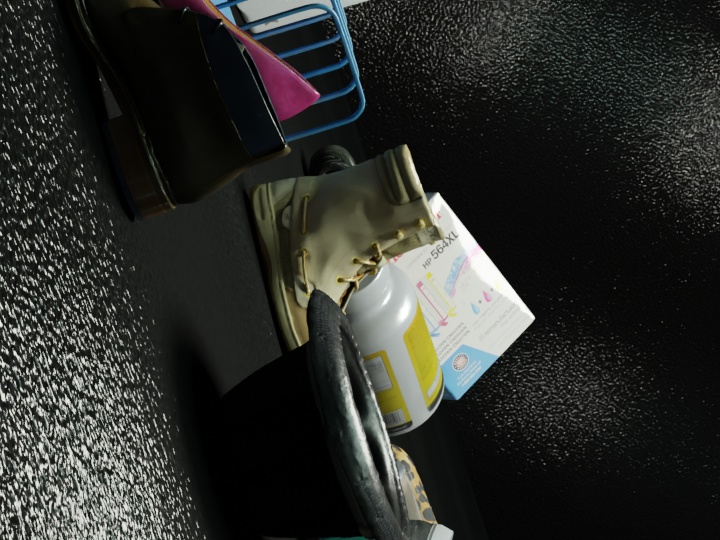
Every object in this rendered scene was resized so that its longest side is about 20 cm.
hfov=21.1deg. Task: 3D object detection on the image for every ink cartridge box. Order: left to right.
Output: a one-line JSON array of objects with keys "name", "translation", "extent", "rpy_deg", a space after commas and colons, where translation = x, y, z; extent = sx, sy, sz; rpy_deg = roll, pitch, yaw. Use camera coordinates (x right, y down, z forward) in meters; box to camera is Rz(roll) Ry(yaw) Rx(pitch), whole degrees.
[{"name": "ink cartridge box", "translation": [0.053, 0.016, 1.981], "extent": [0.200, 0.129, 0.125], "rpy_deg": [51, -18, -18]}]

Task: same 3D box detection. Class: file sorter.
[{"name": "file sorter", "translation": [-0.077, -0.225, 1.764], "extent": [0.200, 0.123, 0.139], "rpy_deg": [-101, 173, -51]}]

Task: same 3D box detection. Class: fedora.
[{"name": "fedora", "translation": [-0.034, 0.108, 1.192], "extent": [0.201, 0.091, 0.201], "rpy_deg": [-16, 90, -86]}]

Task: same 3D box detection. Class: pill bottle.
[{"name": "pill bottle", "translation": [0.007, 0.059, 1.822], "extent": [0.200, 0.112, 0.112], "rpy_deg": [70, 5, -46]}]

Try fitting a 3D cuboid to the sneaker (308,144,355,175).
[{"name": "sneaker", "translation": [-0.008, -0.048, 2.362], "extent": [0.114, 0.076, 0.200], "rpy_deg": [-89, 160, -71]}]

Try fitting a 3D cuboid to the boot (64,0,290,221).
[{"name": "boot", "translation": [-0.110, -0.137, 1.102], "extent": [0.075, 0.097, 0.200], "rpy_deg": [-55, 129, -85]}]

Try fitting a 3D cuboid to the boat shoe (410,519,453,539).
[{"name": "boat shoe", "translation": [0.033, 0.275, 1.693], "extent": [0.200, 0.057, 0.069], "rpy_deg": [-49, 158, -68]}]

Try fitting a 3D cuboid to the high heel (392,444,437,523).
[{"name": "high heel", "translation": [0.062, 0.275, 1.969], "extent": [0.200, 0.071, 0.143], "rpy_deg": [63, 13, -17]}]

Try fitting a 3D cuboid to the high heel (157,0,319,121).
[{"name": "high heel", "translation": [-0.103, -0.204, 1.486], "extent": [0.067, 0.096, 0.200], "rpy_deg": [-93, 166, -73]}]

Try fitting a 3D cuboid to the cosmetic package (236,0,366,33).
[{"name": "cosmetic package", "translation": [-0.080, -0.399, 2.115], "extent": [0.167, 0.166, 0.200], "rpy_deg": [62, 13, -71]}]

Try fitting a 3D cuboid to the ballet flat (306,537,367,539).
[{"name": "ballet flat", "translation": [-0.007, 0.208, 1.440], "extent": [0.071, 0.069, 0.200], "rpy_deg": [47, -25, 56]}]

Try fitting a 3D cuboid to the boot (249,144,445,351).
[{"name": "boot", "translation": [0.000, 0.000, 1.651], "extent": [0.073, 0.155, 0.200], "rpy_deg": [63, 12, -70]}]
